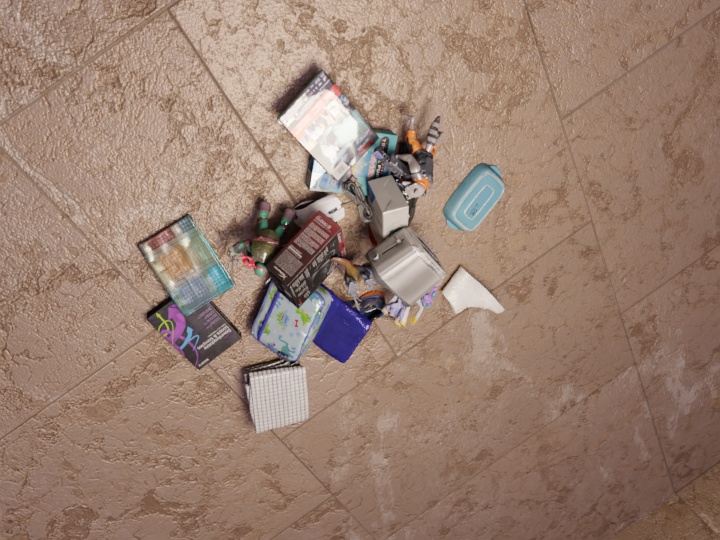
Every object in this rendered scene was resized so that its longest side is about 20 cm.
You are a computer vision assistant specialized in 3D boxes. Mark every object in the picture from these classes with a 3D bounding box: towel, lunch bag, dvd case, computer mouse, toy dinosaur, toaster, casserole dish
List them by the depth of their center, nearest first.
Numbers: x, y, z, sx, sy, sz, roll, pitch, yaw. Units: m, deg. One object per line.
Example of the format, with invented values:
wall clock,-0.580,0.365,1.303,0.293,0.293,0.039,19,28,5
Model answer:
dvd case,-0.069,-0.317,1.214,0.146,0.022,0.200,-45,118,4
towel,-0.404,-0.009,1.274,0.145,0.022,0.202,-31,108,-4
toaster,0.113,-0.005,1.285,0.128,0.115,0.200,-37,132,14
computer mouse,-0.076,-0.138,1.295,0.196,0.044,0.111,-17,121,20
toy dinosaur,0.000,0.000,1.361,0.103,0.182,0.202,-26,114,2
lunch bag,-0.178,0.112,1.372,0.159,0.082,0.203,31,105,12
towel,-0.082,0.132,1.427,0.198,0.050,0.149,36,107,-1
casserole dish,0.310,-0.188,1.458,0.120,0.039,0.201,33,102,-29
towel,-0.230,0.335,1.499,0.162,0.086,0.204,-9,120,-13

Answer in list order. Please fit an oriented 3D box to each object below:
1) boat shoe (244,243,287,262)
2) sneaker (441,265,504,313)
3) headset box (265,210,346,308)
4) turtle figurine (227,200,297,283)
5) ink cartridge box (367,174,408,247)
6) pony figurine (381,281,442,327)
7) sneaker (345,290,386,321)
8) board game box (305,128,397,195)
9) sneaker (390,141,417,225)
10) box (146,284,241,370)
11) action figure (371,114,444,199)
boat shoe,-0.184,-0.035,1.342,0.196,0.060,0.075,3,114,-21
sneaker,0.320,0.087,1.583,0.199,0.074,0.116,38,101,-21
headset box,-0.113,-0.030,1.261,0.201,0.077,0.149,-49,163,-15
turtle figurine,-0.216,-0.053,1.252,0.148,0.100,0.204,24,67,-23
ink cartridge box,0.066,-0.113,1.327,0.066,0.117,0.202,-15,142,-10
pony figurine,0.138,0.044,1.450,0.202,0.165,0.193,-57,148,-8
sneaker,-0.016,0.123,1.471,0.197,0.079,0.076,-28,121,-5
board game box,-0.022,-0.262,1.296,0.196,0.047,0.154,2,115,-20
sneaker,0.104,-0.209,1.363,0.103,0.060,0.203,18,102,-29
box,-0.411,0.140,1.362,0.142,0.036,0.201,-36,122,0
action figure,0.124,-0.264,1.258,0.198,0.103,0.198,20,72,-44
